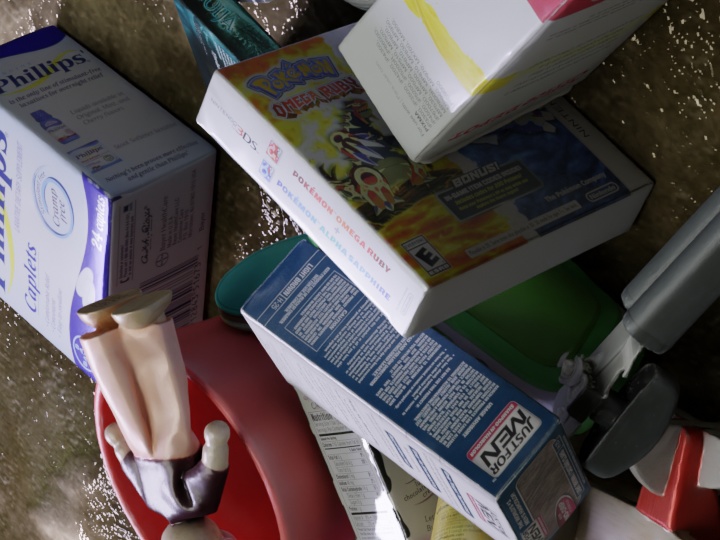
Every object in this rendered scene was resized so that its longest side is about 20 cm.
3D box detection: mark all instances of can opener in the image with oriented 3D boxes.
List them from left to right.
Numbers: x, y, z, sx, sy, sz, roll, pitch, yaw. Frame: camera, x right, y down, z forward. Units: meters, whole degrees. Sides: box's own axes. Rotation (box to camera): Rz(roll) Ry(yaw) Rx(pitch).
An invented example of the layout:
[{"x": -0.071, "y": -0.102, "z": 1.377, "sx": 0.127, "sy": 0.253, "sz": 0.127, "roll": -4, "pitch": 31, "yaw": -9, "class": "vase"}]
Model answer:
[{"x": 0.172, "y": 0.025, "z": 1.218, "sx": 0.066, "sy": 0.053, "sz": 0.200, "roll": 29, "pitch": 116, "yaw": -13, "class": "can opener"}]

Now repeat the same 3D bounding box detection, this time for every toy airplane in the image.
[{"x": 0.166, "y": 0.178, "z": 1.297, "sx": 0.200, "sy": 0.140, "sz": 0.200, "roll": 65, "pitch": 156, "yaw": 18, "class": "toy airplane"}]

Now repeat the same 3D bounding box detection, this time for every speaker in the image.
[{"x": 0.069, "y": 0.010, "z": 1.307, "sx": 0.200, "sy": 0.089, "sz": 0.088, "roll": 36, "pitch": 143, "yaw": -6, "class": "speaker"}]

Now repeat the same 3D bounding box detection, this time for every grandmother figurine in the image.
[{"x": -0.124, "y": 0.114, "z": 1.391, "sx": 0.121, "sy": 0.060, "sz": 0.201, "roll": 5, "pitch": 114, "yaw": 59, "class": "grandmother figurine"}]

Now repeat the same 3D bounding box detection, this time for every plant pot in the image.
[{"x": -0.052, "y": 0.108, "z": 1.497, "sx": 0.200, "sy": 0.177, "sz": 0.201, "roll": 29, "pitch": 132, "yaw": 37, "class": "plant pot"}]

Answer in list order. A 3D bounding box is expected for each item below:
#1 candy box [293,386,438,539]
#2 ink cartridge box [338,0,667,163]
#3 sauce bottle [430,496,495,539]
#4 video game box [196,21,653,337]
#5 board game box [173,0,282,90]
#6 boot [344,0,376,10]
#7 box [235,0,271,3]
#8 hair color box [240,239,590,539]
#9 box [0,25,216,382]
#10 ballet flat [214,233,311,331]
[{"x": 0.057, "y": 0.133, "z": 1.412, "sx": 0.061, "sy": 0.136, "sz": 0.201, "roll": -12, "pitch": 102, "yaw": 53, "class": "candy box"}, {"x": 0.098, "y": -0.155, "z": 1.164, "sx": 0.084, "sy": 0.145, "sz": 0.200, "roll": 57, "pitch": 144, "yaw": 9, "class": "ink cartridge box"}, {"x": 0.082, "y": 0.120, "z": 1.338, "sx": 0.064, "sy": 0.201, "sz": 0.065, "roll": 9, "pitch": 148, "yaw": 5, "class": "sauce bottle"}, {"x": 0.039, "y": -0.067, "z": 1.251, "sx": 0.182, "sy": 0.199, "sz": 0.047, "roll": 44, "pitch": 134, "yaw": 23, "class": "video game box"}, {"x": -0.054, "y": -0.099, "z": 1.413, "sx": 0.135, "sy": 0.028, "sz": 0.200, "roll": 46, "pitch": 170, "yaw": 17, "class": "board game box"}, {"x": 0.017, "y": -0.190, "z": 1.285, "sx": 0.200, "sy": 0.095, "sz": 0.074, "roll": -23, "pitch": 94, "yaw": 55, "class": "boot"}, {"x": -0.086, "y": -0.246, "z": 1.359, "sx": 0.200, "sy": 0.050, "sz": 0.159, "roll": -154, "pitch": 45, "yaw": -72, "class": "box"}, {"x": 0.031, "y": 0.073, "z": 1.263, "sx": 0.200, "sy": 0.061, "sz": 0.100, "roll": 36, "pitch": 167, "yaw": 29, "class": "hair color box"}, {"x": -0.212, "y": -0.050, "z": 1.658, "sx": 0.200, "sy": 0.105, "sz": 0.185, "roll": 37, "pitch": 137, "yaw": 32, "class": "box"}, {"x": 0.000, "y": 0.000, "z": 1.413, "sx": 0.199, "sy": 0.071, "sz": 0.069, "roll": -27, "pitch": 46, "yaw": 29, "class": "ballet flat"}]
